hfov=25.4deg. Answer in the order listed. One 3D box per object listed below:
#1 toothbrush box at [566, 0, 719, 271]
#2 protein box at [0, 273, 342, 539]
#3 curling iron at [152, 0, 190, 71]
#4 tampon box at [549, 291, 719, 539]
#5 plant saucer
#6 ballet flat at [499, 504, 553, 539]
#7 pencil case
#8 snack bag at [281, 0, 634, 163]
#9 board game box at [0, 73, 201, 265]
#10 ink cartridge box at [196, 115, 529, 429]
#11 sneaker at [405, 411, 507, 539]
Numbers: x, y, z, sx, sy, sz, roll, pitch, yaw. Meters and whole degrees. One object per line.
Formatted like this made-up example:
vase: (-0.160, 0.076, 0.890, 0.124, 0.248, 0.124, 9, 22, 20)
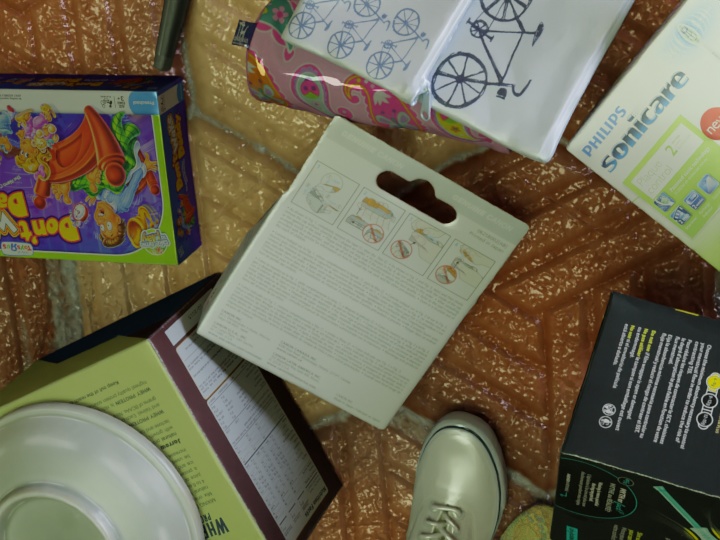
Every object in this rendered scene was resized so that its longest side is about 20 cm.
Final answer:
toothbrush box: (0.257, -0.079, 1.006, 0.200, 0.086, 0.146, 40, 119, 2)
protein box: (-0.159, 0.145, 1.223, 0.198, 0.135, 0.200, -25, 101, 26)
curling iron: (-0.127, -0.235, 1.113, 0.049, 0.026, 0.201, -1, 121, -20)
tampon box: (0.239, 0.125, 1.042, 0.199, 0.127, 0.150, 16, 151, 12)
plant saucer: (-0.212, 0.196, 1.157, 0.199, 0.050, 0.201, 8, 113, 18)
ballet flat: (0.114, 0.271, 1.214, 0.071, 0.071, 0.201, 25, 117, 9)
pencil case: (0.020, -0.137, 1.070, 0.199, 0.087, 0.088, 14, 115, 16)
snack bag: (0.076, -0.184, 1.009, 0.200, 0.021, 0.189, 30, 90, 13)
board game box: (-0.226, -0.078, 1.206, 0.199, 0.045, 0.135, 3, 112, 19)
ink cartridge box: (0.000, 0.000, 1.135, 0.162, 0.057, 0.200, 29, 111, -12)
sneaker: (0.065, 0.205, 1.201, 0.073, 0.071, 0.201, 12, 115, 15)
